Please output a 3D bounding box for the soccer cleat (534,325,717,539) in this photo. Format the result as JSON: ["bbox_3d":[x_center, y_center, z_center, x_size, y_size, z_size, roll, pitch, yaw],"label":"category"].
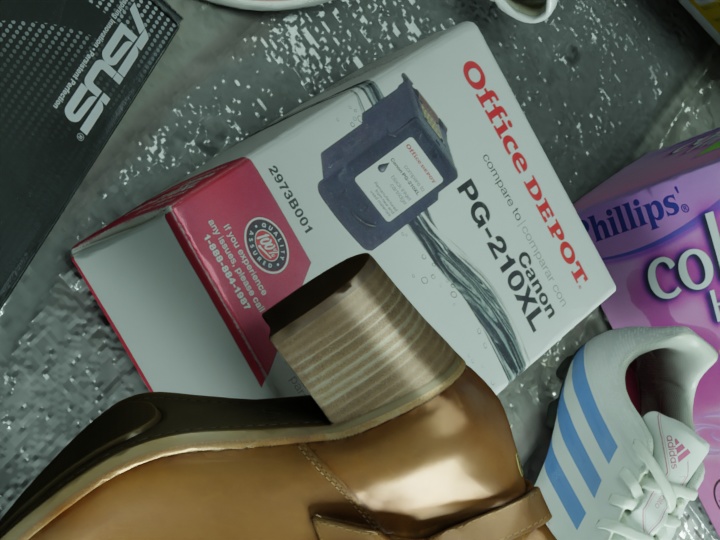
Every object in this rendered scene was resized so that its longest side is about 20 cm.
[{"bbox_3d":[0.118,0.112,0.806,0.070,0.086,0.200,30,60,-29],"label":"soccer cleat"}]

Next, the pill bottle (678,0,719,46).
[{"bbox_3d":[0.253,-0.158,0.981,0.200,0.111,0.111,42,55,-22],"label":"pill bottle"}]

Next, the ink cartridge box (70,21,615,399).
[{"bbox_3d":[0.000,0.000,0.745,0.200,0.084,0.145,-36,101,-40],"label":"ink cartridge box"}]

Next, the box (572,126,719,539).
[{"bbox_3d":[0.228,0.020,0.864,0.097,0.176,0.200,-32,98,-41],"label":"box"}]

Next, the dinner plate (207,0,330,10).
[{"bbox_3d":[-0.033,-0.213,0.757,0.200,0.024,0.201,-9,120,-17],"label":"dinner plate"}]

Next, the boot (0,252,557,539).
[{"bbox_3d":[-0.030,0.106,0.637,0.200,0.077,0.155,-34,102,2],"label":"boot"}]

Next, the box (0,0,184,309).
[{"bbox_3d":[-0.187,-0.083,0.644,0.193,0.047,0.200,41,56,-20],"label":"box"}]

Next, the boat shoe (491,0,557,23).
[{"bbox_3d":[0.033,-0.194,0.831,0.200,0.071,0.069,35,39,-27],"label":"boat shoe"}]
